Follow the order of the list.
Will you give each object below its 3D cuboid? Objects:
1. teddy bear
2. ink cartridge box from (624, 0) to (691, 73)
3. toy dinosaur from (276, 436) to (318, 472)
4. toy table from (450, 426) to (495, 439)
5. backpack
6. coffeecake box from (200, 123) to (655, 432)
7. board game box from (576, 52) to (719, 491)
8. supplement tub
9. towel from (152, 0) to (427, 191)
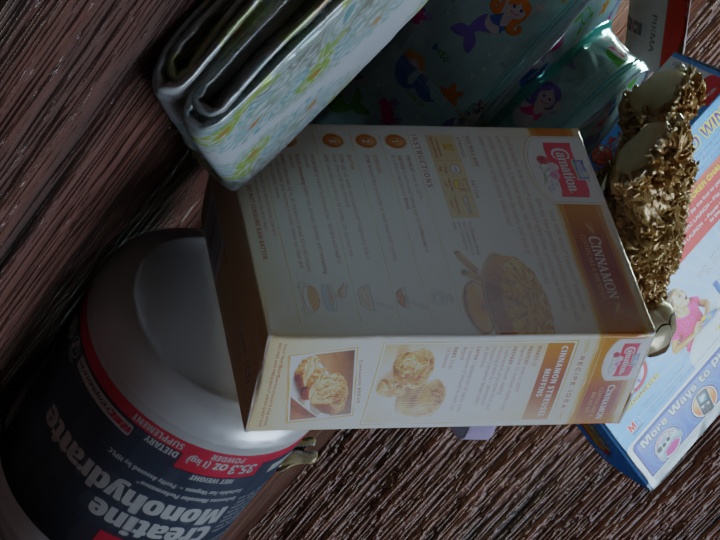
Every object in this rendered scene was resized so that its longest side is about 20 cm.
[{"bbox_3d":[0.157,-0.019,1.271,0.145,0.067,0.200,-75,178,-66],"label":"teddy bear"},{"bbox_3d":[0.206,-0.214,1.552,0.200,0.057,0.163,-46,143,-72],"label":"ink cartridge box"},{"bbox_3d":[-0.113,0.070,1.359,0.058,0.200,0.101,10,89,-52],"label":"toy dinosaur"},{"bbox_3d":[0.118,0.016,1.539,0.184,0.117,0.201,135,-44,-74],"label":"toy table"},{"bbox_3d":[0.077,-0.119,1.313,0.200,0.150,0.178,-56,170,29],"label":"backpack"},{"bbox_3d":[0.031,0.001,1.177,0.199,0.154,0.073,0,135,-16],"label":"coffeecake box"},{"bbox_3d":[0.189,0.003,1.430,0.200,0.056,0.196,-47,131,-9],"label":"board game box"},{"bbox_3d":[-0.116,0.086,1.250,0.140,0.140,0.200,-41,171,-50],"label":"supplement tub"},{"bbox_3d":[-0.020,-0.119,1.050,0.171,0.048,0.200,-44,174,-3],"label":"towel"}]
